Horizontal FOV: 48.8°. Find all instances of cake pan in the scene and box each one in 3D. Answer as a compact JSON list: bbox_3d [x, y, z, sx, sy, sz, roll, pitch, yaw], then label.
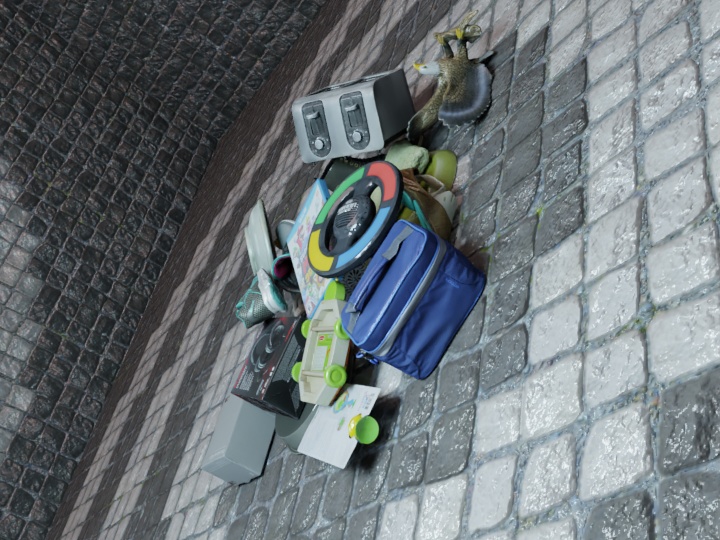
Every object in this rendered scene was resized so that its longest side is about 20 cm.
[{"bbox_3d":[-0.082,0.204,1.325,0.201,0.036,0.202,-48,23,28],"label":"cake pan"}]

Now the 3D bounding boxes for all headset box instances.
[{"bbox_3d":[-0.140,0.162,1.356,0.199,0.076,0.151,-7,55,64],"label":"headset box"}]

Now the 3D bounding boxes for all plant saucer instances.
[{"bbox_3d":[-0.197,-0.038,1.590,0.049,0.204,0.201,-13,26,-3],"label":"plant saucer"},{"bbox_3d":[0.092,-0.129,1.377,0.200,0.031,0.202,-48,24,29],"label":"plant saucer"}]

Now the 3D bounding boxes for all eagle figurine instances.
[{"bbox_3d":[0.156,-0.327,1.387,0.152,0.147,0.205,28,-116,-77],"label":"eagle figurine"}]

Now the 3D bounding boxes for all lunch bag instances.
[{"bbox_3d":[0.057,0.040,1.087,0.202,0.131,0.136,-58,21,2],"label":"lunch bag"}]

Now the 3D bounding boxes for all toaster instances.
[{"bbox_3d":[-0.002,-0.282,1.443,0.178,0.121,0.200,-4,20,31],"label":"toaster"}]

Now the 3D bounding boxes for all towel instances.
[{"bbox_3d":[0.045,-0.137,1.404,0.202,0.036,0.148,-58,21,6],"label":"towel"}]

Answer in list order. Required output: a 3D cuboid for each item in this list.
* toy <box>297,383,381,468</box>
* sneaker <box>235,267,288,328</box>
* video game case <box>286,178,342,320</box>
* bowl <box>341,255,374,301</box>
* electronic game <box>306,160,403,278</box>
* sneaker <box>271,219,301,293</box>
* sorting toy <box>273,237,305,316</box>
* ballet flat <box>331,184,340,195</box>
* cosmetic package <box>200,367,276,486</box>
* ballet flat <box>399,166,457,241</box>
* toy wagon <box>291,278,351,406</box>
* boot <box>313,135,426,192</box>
[{"bbox_3d":[-0.022,0.225,1.141,0.117,0.047,0.199,-64,15,-15],"label":"toy"},{"bbox_3d":[-0.188,0.054,1.429,0.090,0.078,0.200,-35,9,-3],"label":"sneaker"},{"bbox_3d":[-0.073,-0.036,1.328,0.144,0.017,0.202,-59,34,33],"label":"video game case"},{"bbox_3d":[0.000,0.000,1.297,0.200,0.093,0.205,-33,52,54],"label":"bowl"},{"bbox_3d":[-0.010,-0.078,1.192,0.199,0.041,0.203,-36,35,30],"label":"electronic game"},{"bbox_3d":[-0.127,-0.023,1.487,0.200,0.120,0.084,47,116,29],"label":"sneaker"},{"bbox_3d":[-0.103,0.005,1.598,0.199,0.105,0.184,-35,50,48],"label":"sorting toy"},{"bbox_3d":[-0.047,-0.046,1.396,0.067,0.074,0.204,30,130,49],"label":"ballet flat"},{"bbox_3d":[-0.208,0.278,1.452,0.106,0.089,0.202,-36,27,45],"label":"cosmetic package"},{"bbox_3d":[0.109,-0.108,1.250,0.071,0.068,0.201,-29,39,-3],"label":"ballet flat"},{"bbox_3d":[-0.049,0.100,1.202,0.155,0.039,0.204,-11,65,66],"label":"toy wagon"},{"bbox_3d":[0.019,-0.204,1.495,0.201,0.137,0.078,-53,21,14],"label":"boot"}]
